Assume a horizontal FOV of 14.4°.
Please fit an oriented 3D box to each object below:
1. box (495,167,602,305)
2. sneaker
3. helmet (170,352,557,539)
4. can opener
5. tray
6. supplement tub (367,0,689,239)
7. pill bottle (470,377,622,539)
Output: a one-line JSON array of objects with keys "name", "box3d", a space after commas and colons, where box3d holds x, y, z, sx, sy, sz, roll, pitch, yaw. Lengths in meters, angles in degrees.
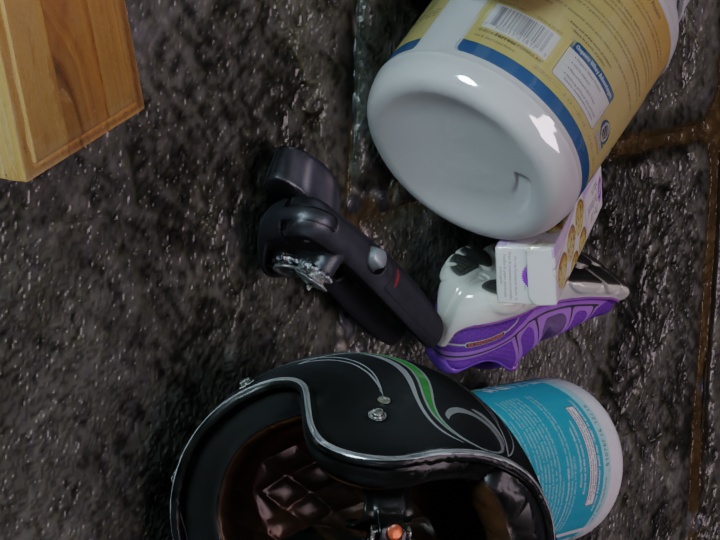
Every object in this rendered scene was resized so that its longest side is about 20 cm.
[{"name": "box", "box3d": [0.123, -0.029, 1.841, 0.200, 0.039, 0.042, -55, 145, -67]}, {"name": "sneaker", "box3d": [0.102, 0.024, 1.879, 0.200, 0.081, 0.084, -10, 130, -53]}, {"name": "helmet", "box3d": [-0.001, 0.138, 1.630, 0.199, 0.191, 0.201, -10, 111, -28]}, {"name": "can opener", "box3d": [0.000, 0.000, 1.716, 0.200, 0.063, 0.079, 45, 62, -50]}, {"name": "tray", "box3d": [-0.168, -0.157, 1.458, 0.099, 0.037, 0.201, -37, 128, -44]}, {"name": "supplement tub", "box3d": [0.109, -0.134, 1.764, 0.200, 0.144, 0.145, -54, 138, -31]}, {"name": "pill bottle", "box3d": [0.074, 0.131, 1.816, 0.200, 0.110, 0.111, -6, 104, -55]}]
